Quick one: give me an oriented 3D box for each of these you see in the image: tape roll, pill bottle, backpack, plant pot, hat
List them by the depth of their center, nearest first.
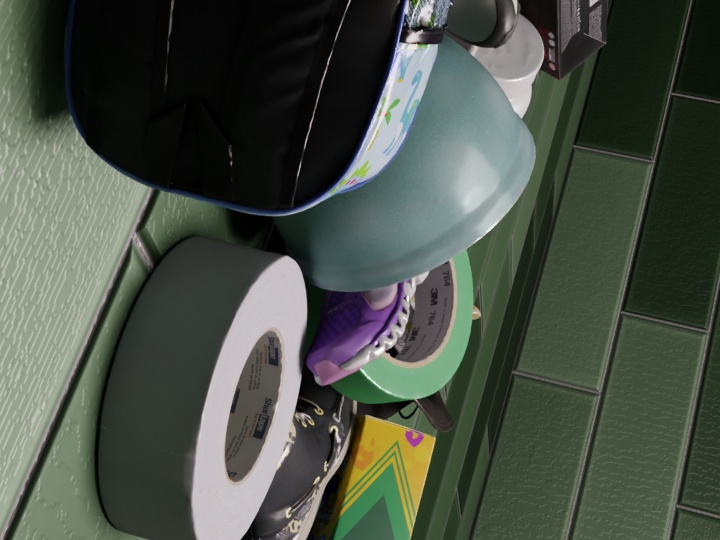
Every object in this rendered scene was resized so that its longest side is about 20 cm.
[{"bbox_3d":[-0.041,-0.136,0.612,0.147,0.181,0.202,-32,138,-70],"label":"backpack"},{"bbox_3d":[-0.098,0.082,0.824,0.200,0.065,0.203,12,90,-77],"label":"tape roll"},{"bbox_3d":[0.007,-0.103,0.881,0.135,0.198,0.201,58,39,-32],"label":"plant pot"},{"bbox_3d":[0.020,0.010,1.064,0.199,0.048,0.203,13,73,-47],"label":"tape roll"},{"bbox_3d":[0.007,0.091,1.206,0.201,0.080,0.201,54,11,-16],"label":"hat"},{"bbox_3d":[0.105,-0.162,1.234,0.201,0.109,0.110,115,-3,-57],"label":"pill bottle"}]

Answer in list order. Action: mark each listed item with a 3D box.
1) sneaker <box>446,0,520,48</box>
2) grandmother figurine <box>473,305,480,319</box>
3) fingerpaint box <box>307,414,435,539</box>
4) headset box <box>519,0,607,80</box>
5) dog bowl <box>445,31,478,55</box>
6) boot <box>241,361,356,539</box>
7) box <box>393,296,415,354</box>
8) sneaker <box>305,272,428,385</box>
[{"bbox_3d":[0.019,-0.212,0.825,0.080,0.200,0.074,-54,-174,-37],"label":"sneaker"},{"bbox_3d":[0.087,-0.039,1.400,0.060,0.120,0.202,20,61,-50],"label":"grandmother figurine"},{"bbox_3d":[-0.011,0.226,1.152,0.200,0.073,0.169,148,-41,-74],"label":"fingerpaint box"},{"bbox_3d":[0.142,-0.299,1.211,0.075,0.199,0.149,-38,144,-21],"label":"headset box"},{"bbox_3d":[0.046,-0.235,1.017,0.199,0.058,0.202,-30,128,-49],"label":"dog bowl"},{"bbox_3d":[-0.058,0.118,1.012,0.154,0.073,0.205,79,25,-53],"label":"boot"},{"bbox_3d":[0.040,0.023,1.243,0.035,0.111,0.200,-34,176,11],"label":"box"},{"bbox_3d":[0.000,0.000,0.955,0.089,0.080,0.201,49,45,-19],"label":"sneaker"}]
